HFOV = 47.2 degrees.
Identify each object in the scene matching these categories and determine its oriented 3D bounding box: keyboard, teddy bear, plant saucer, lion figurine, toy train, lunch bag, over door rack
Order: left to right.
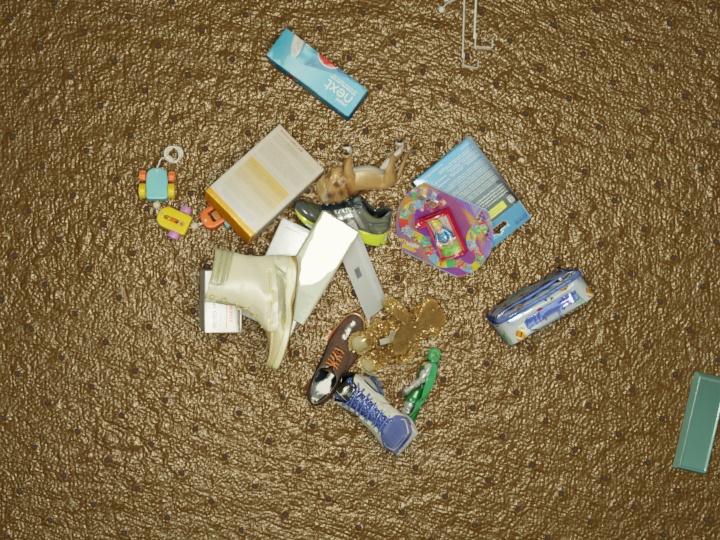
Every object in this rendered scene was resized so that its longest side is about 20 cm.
[{"bbox_3d":[-0.344,-0.139,1.625,0.150,0.056,0.200,-40,86,-15],"label":"toy train"},{"bbox_3d":[0.000,0.000,1.595,0.056,0.011,0.200,-34,119,-23],"label":"keyboard"},{"bbox_3d":[0.012,-0.185,1.616,0.200,0.073,0.123,-2,124,-7],"label":"lion figurine"},{"bbox_3d":[0.069,0.122,1.616,0.200,0.067,0.145,-46,107,-2],"label":"teddy bear"},{"bbox_3d":[0.196,-0.499,1.579,0.066,0.148,0.200,-9,90,-3],"label":"over door rack"},{"bbox_3d":[0.345,0.064,1.579,0.200,0.160,0.076,-32,91,0],"label":"lunch bag"},{"bbox_3d":[0.686,0.308,1.657,0.070,0.019,0.200,13,89,-1],"label":"plant saucer"}]

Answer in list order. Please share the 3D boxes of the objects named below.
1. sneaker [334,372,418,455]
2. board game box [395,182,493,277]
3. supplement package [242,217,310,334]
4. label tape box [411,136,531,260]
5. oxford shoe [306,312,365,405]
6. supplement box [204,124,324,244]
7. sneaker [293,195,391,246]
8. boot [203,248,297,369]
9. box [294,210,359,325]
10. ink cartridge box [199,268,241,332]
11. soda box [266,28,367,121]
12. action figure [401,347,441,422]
[{"bbox_3d":[0.011,0.258,1.548,0.115,0.199,0.081,28,103,-43],"label":"sneaker"},{"bbox_3d":[0.153,-0.070,1.585,0.200,0.039,0.158,27,121,15],"label":"board game box"},{"bbox_3d":[-0.141,0.013,1.596,0.114,0.110,0.200,25,90,-2],"label":"supplement package"},{"bbox_3d":[0.217,-0.140,1.625,0.143,0.066,0.200,-38,93,0],"label":"label tape box"},{"bbox_3d":[-0.044,0.177,1.617,0.071,0.073,0.200,24,90,0],"label":"oxford shoe"},{"bbox_3d":[-0.186,-0.166,1.592,0.200,0.074,0.126,-44,91,-15],"label":"supplement box"},{"bbox_3d":[-0.031,-0.112,1.593,0.200,0.074,0.081,12,123,-19],"label":"sneaker"},{"bbox_3d":[-0.194,0.066,1.426,0.154,0.072,0.200,7,88,-12],"label":"boot"},{"bbox_3d":[-0.086,-0.007,1.505,0.082,0.068,0.200,32,92,-4],"label":"box"},{"bbox_3d":[-0.264,0.055,1.546,0.067,0.200,0.117,-1,90,-15],"label":"ink cartridge box"},{"bbox_3d":[-0.084,-0.382,1.618,0.200,0.064,0.068,37,90,-2],"label":"soda box"},{"bbox_3d":[0.109,0.243,1.615,0.055,0.118,0.200,25,81,8],"label":"action figure"}]
